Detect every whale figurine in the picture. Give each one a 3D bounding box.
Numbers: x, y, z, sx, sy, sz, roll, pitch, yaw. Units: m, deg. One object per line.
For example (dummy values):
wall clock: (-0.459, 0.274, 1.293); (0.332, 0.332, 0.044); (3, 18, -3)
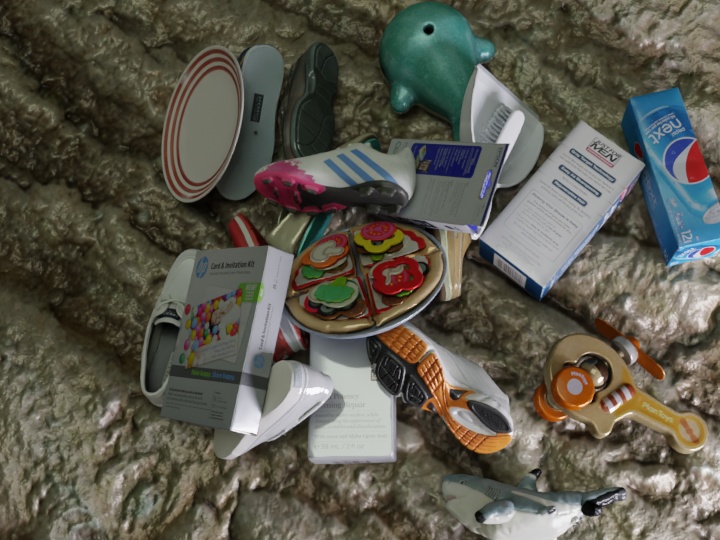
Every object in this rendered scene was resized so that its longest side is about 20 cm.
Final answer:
whale figurine: (0.106, -0.254, 1.150); (0.158, 0.104, 0.201); (-30, 74, -5)

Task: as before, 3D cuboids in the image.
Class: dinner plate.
dinner plate: (-0.197, -0.184, 1.147); (0.199, 0.024, 0.203); (-17, 68, 48)

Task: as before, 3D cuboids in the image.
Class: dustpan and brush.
dustpan and brush: (0.161, -0.131, 1.094); (0.057, 0.139, 0.202); (14, 77, 54)

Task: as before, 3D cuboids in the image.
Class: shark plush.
shark plush: (0.192, 0.248, 0.995); (0.198, 0.091, 0.084); (-14, 40, 6)

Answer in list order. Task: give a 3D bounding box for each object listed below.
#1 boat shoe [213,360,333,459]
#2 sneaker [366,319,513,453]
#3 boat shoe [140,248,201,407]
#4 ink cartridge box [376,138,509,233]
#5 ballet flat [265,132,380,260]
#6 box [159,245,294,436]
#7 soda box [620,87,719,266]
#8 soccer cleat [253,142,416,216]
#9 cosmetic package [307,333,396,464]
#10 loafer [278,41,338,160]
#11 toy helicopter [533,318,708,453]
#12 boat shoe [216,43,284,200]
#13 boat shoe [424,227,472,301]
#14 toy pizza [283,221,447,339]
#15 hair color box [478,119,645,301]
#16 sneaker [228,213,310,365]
boat shoe: (-0.101, 0.160, 1.017); (0.068, 0.200, 0.073); (17, 45, -30)
sneaker: (0.090, 0.118, 1.023); (0.200, 0.092, 0.076); (42, 113, -4)
boat shoe: (-0.222, 0.064, 1.100); (0.073, 0.065, 0.202); (3, 72, 8)
ink cartridge box: (0.096, -0.099, 1.049); (0.199, 0.039, 0.100); (14, 82, 52)
ballet flat: (-0.052, -0.099, 1.140); (0.069, 0.070, 0.201); (31, 77, 15)
box: (-0.152, 0.076, 1.019); (0.155, 0.041, 0.202); (-2, 72, 49)
soda box: (0.377, -0.113, 1.091); (0.063, 0.068, 0.202); (-13, 70, 2)
soccer cleat: (-0.027, -0.114, 1.075); (0.198, 0.070, 0.087); (6, 56, 17)
cosmetic package: (-0.008, 0.121, 1.054); (0.100, 0.074, 0.202); (-3, 73, 4)
loafer: (-0.072, -0.205, 1.164); (0.062, 0.072, 0.202); (-19, 47, 35)
toy helicopter: (0.305, 0.137, 1.026); (0.199, 0.079, 0.133); (29, 67, 4)
boat shoe: (-0.146, -0.195, 1.181); (0.070, 0.091, 0.202); (13, 99, -18)
boat shoe: (0.119, -0.061, 1.106); (0.075, 0.072, 0.202); (0, 71, -6)
toy pizza: (0.000, 0.000, 1.030); (0.198, 0.032, 0.201); (-10, 38, 8)
hair color box: (0.243, -0.073, 1.096); (0.100, 0.061, 0.200); (39, 80, 16)
sneaker: (-0.149, 0.032, 1.098); (0.115, 0.078, 0.201); (-29, 60, 4)
